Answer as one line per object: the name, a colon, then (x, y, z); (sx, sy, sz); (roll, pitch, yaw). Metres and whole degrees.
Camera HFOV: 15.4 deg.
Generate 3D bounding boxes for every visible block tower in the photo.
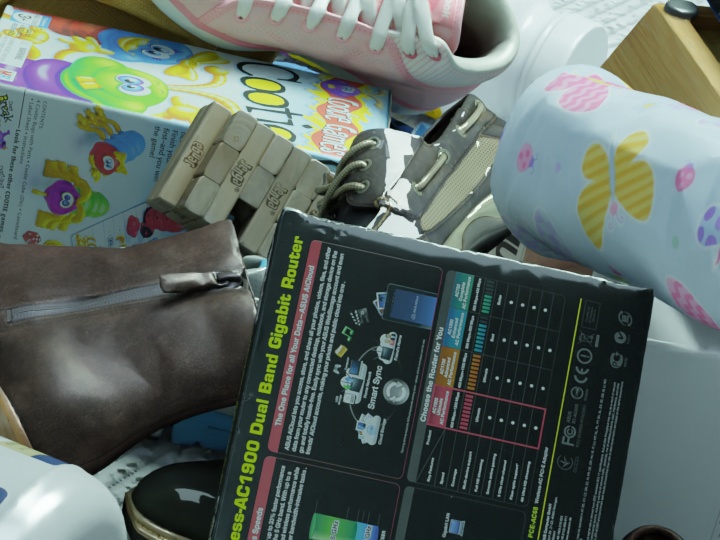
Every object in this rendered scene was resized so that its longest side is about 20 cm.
block tower: (0.000, 0.000, 1.233); (0.199, 0.058, 0.054); (32, -10, -11)

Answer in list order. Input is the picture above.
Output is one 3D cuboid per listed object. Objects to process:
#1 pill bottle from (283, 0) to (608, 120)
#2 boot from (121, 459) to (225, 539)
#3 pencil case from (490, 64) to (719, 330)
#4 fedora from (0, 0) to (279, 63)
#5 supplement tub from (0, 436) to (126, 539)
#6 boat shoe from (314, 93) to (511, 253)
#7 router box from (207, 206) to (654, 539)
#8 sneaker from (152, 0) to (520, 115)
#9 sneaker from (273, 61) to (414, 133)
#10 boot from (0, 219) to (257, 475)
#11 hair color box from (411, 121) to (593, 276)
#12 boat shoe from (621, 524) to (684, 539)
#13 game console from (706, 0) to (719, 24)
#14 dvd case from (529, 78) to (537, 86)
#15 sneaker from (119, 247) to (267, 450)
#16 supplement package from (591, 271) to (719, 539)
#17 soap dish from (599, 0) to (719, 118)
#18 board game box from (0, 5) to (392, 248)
pill bottle: (0.042, -0.146, 1.572); (0.199, 0.105, 0.104); (25, 29, 22)
boot: (0.006, 0.060, 1.115); (0.199, 0.139, 0.078); (1, 29, -21)
pencil case: (0.134, -0.023, 1.065); (0.090, 0.084, 0.200); (16, 6, -31)
fedora: (-0.137, -0.132, 1.382); (0.199, 0.201, 0.082); (11, 37, -4)
supplement tub: (-0.197, 0.106, 0.926); (0.199, 0.145, 0.144); (20, 27, 14)
boat shoe: (0.010, -0.020, 1.154); (0.073, 0.074, 0.200); (52, 37, 2)
router box: (0.020, 0.090, 1.016); (0.149, 0.201, 0.062); (13, -17, -3)
sneaker: (-0.007, -0.140, 1.328); (0.200, 0.076, 0.104); (22, -20, -31)
sneaker: (0.008, -0.060, 1.425); (0.078, 0.066, 0.200); (2, 23, -45)
boot: (-0.132, 0.013, 1.158); (0.166, 0.073, 0.200); (-20, 47, -3)
hair color box: (0.105, 0.008, 1.304); (0.199, 0.100, 0.061); (17, 27, 8)
boat shoe: (0.125, 0.175, 1.024); (0.070, 0.071, 0.200); (6, 29, -17)
game console: (0.271, -0.135, 1.178); (0.199, 0.119, 0.171); (5, 30, -14)
dvd case: (0.178, -0.020, 1.362); (0.199, 0.151, 0.025); (22, 67, 17)
sneaker: (-0.033, 0.042, 1.193); (0.199, 0.087, 0.075); (15, 25, 0)
supplement package: (0.197, 0.068, 1.206); (0.199, 0.120, 0.121); (11, 28, -5)
soap dish: (0.207, -0.049, 1.207); (0.156, 0.082, 0.200); (3, 30, -16)
board game box: (-0.093, -0.047, 1.315); (0.199, 0.105, 0.103); (13, 26, -2)
